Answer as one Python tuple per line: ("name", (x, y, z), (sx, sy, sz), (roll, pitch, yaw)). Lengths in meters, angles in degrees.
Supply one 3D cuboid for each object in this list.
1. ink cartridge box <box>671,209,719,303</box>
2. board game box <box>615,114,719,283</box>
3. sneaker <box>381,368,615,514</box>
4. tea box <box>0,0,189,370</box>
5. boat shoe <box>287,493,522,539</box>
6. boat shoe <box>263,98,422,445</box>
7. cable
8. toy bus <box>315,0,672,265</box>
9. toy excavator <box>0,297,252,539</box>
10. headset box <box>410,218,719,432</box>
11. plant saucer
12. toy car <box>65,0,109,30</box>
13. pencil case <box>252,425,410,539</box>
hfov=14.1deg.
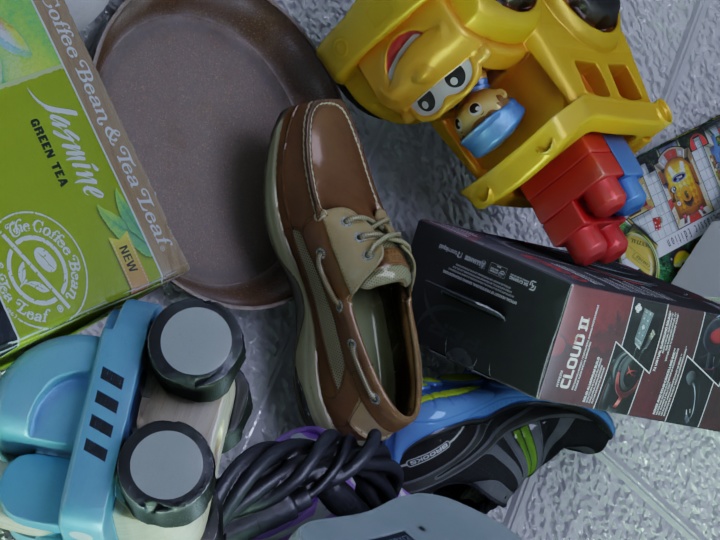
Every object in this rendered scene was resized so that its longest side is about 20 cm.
("ink cartridge box", (0.306, 0.006, 1.968), (0.200, 0.083, 0.145), (-53, 125, -33))
("board game box", (0.217, -0.035, 1.966), (0.199, 0.023, 0.105), (-27, 99, -44))
("sneaker", (0.078, 0.105, 1.774), (0.199, 0.070, 0.083), (-4, 106, -48))
("tea box", (-0.228, -0.041, 1.465), (0.196, 0.133, 0.201), (-25, 89, -45))
("boat shoe", (0.011, 0.176, 1.533), (0.071, 0.091, 0.200), (40, 22, 30))
("boat shoe", (0.000, 0.000, 1.674), (0.075, 0.074, 0.202), (-9, 89, -46))
("cable", (-0.045, 0.163, 1.535), (0.199, 0.051, 0.164), (-5, 118, -47))
("toy bus", (0.094, -0.094, 1.744), (0.199, 0.135, 0.193), (1, 58, -55))
("toy excavator", (-0.166, 0.101, 1.431), (0.199, 0.100, 0.196), (10, 68, 6))
("headset box", (0.126, 0.033, 1.763), (0.199, 0.148, 0.076), (12, 98, -40))
("plant saucer", (-0.086, -0.073, 1.688), (0.199, 0.032, 0.202), (14, 69, -41))
("toy car", (-0.179, -0.199, 1.584), (0.184, 0.176, 0.201), (29, 87, -49))
("pencil case", (0.019, 0.170, 1.678), (0.200, 0.085, 0.084), (37, 72, -27))
